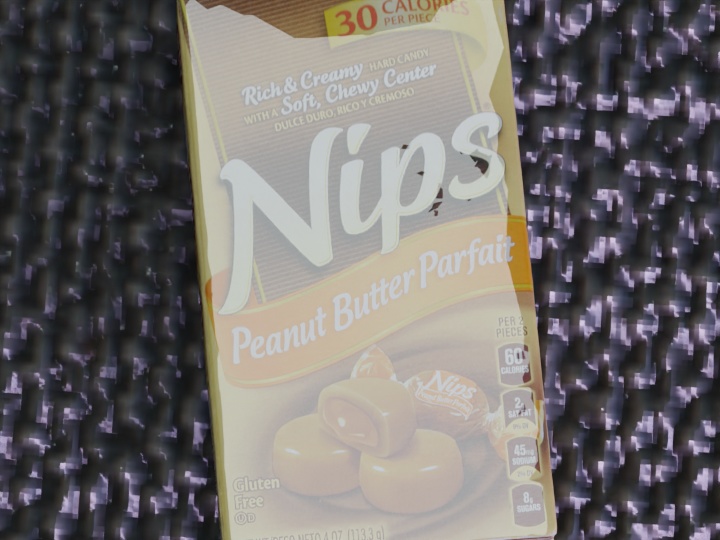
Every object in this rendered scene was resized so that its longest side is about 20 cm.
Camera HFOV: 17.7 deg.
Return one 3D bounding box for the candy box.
[{"bbox_3d":[0.000,0.000,0.813,0.115,0.055,0.201,-5,85,-5],"label":"candy box"}]
